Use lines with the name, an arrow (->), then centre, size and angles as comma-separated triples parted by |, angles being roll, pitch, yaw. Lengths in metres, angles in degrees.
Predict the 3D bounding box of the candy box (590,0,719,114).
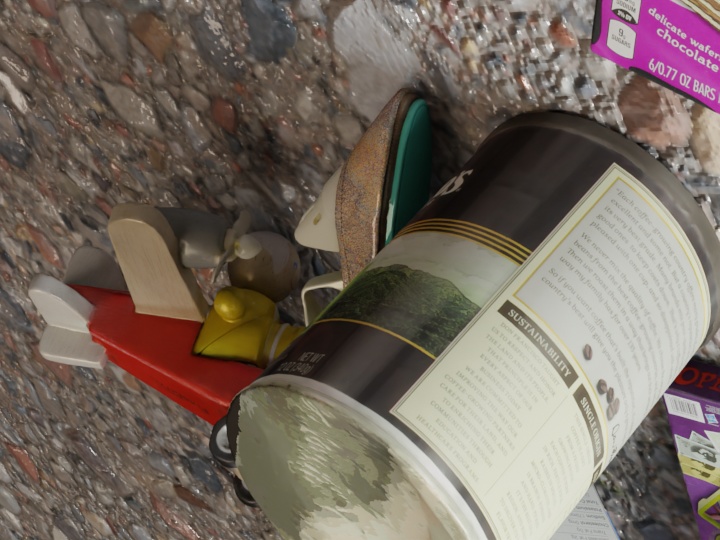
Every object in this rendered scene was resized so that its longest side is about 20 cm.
candy box -> 0.156, -0.135, 0.550 | 0.136, 0.061, 0.201 | 31, 146, 25

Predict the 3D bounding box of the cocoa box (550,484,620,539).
cocoa box -> 0.042, 0.197, 0.866 | 0.132, 0.132, 0.201 | -112, 36, -45

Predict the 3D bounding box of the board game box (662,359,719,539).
board game box -> 0.242, 0.114, 0.775 | 0.199, 0.032, 0.121 | 16, 136, 40

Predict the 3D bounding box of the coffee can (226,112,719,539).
coffee can -> 0.057, 0.044, 0.747 | 0.146, 0.200, 0.147 | 30, 146, 23

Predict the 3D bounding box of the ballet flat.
ballet flat -> 0.000, 0.000, 0.851 | 0.067, 0.068, 0.202 | 9, 117, 19

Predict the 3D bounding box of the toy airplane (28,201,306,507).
toy airplane -> -0.096, 0.031, 0.978 | 0.199, 0.141, 0.200 | 44, 161, -19
